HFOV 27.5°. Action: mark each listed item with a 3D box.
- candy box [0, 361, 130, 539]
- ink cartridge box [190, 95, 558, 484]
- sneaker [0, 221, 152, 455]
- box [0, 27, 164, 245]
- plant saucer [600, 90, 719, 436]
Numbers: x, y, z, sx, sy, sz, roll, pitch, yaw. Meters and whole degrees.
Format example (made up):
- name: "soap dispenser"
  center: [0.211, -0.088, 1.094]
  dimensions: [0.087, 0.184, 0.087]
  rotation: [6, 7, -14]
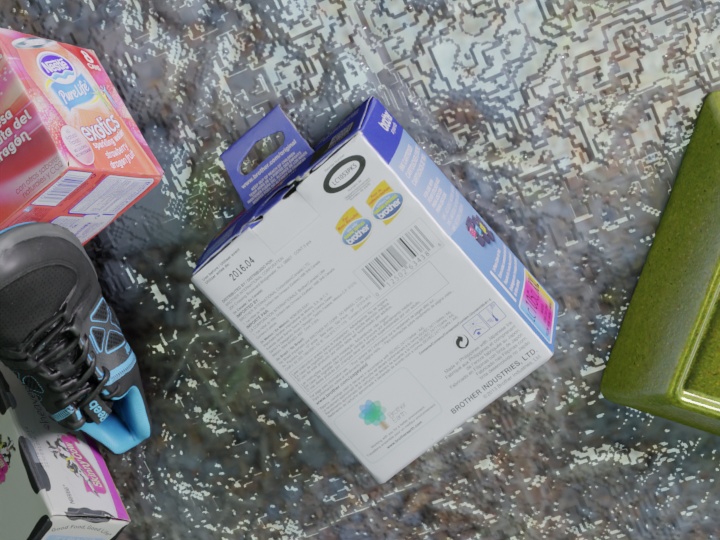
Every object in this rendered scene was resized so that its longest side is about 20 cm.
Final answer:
- name: "candy box"
  center: [-0.237, 0.166, 0.911]
  dimensions: [0.061, 0.137, 0.200]
  rotation: [14, 124, -45]
- name: "ink cartridge box"
  center: [0.000, 0.000, 0.840]
  dimensions: [0.136, 0.076, 0.200]
  rotation: [-38, 103, 19]
- name: "sneaker"
  center: [-0.163, 0.040, 0.823]
  dimensions: [0.073, 0.200, 0.082]
  rotation: [-33, 65, -2]
- name: "box"
  center: [-0.225, -0.036, 0.835]
  dimensions: [0.199, 0.102, 0.095]
  rotation: [-37, 76, 20]
- name: "plant saucer"
  center: [0.258, 0.025, 0.826]
  dimensions: [0.198, 0.048, 0.202]
  rotation: [17, 113, 2]
